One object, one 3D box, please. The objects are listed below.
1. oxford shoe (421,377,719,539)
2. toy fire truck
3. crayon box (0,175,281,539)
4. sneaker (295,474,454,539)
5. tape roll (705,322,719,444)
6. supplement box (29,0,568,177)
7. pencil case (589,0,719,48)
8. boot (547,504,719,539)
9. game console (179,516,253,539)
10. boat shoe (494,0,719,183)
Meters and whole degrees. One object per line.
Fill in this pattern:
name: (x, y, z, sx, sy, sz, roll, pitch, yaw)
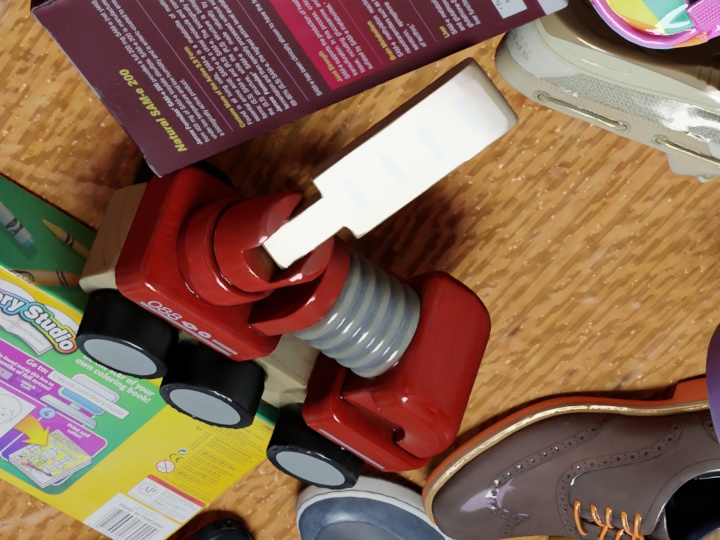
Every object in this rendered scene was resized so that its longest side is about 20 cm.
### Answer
oxford shoe: (0.125, 0.107, 1.381, 0.199, 0.073, 0.071, -16, 133, 14)
toy fire truck: (0.000, 0.000, 1.221, 0.176, 0.129, 0.199, 33, 155, -28)
crayon box: (-0.141, 0.046, 1.326, 0.200, 0.058, 0.119, 32, 125, -28)
sneaker: (0.027, 0.210, 1.431, 0.077, 0.147, 0.203, -19, 130, 19)
tape roll: (0.254, 0.082, 1.272, 0.200, 0.201, 0.085, 33, 126, -29)
supplement box: (-0.026, -0.127, 1.160, 0.199, 0.061, 0.109, -21, 131, 17)
pencil case: (0.124, -0.151, 1.048, 0.088, 0.200, 0.089, 3, 115, 7)
boot: (0.185, 0.184, 1.474, 0.143, 0.071, 0.201, -8, 141, 22)
game console: (-0.082, 0.261, 1.455, 0.172, 0.119, 0.201, -32, 133, -9)
boat shoe: (0.155, -0.075, 1.213, 0.199, 0.072, 0.065, 18, 142, -17)
